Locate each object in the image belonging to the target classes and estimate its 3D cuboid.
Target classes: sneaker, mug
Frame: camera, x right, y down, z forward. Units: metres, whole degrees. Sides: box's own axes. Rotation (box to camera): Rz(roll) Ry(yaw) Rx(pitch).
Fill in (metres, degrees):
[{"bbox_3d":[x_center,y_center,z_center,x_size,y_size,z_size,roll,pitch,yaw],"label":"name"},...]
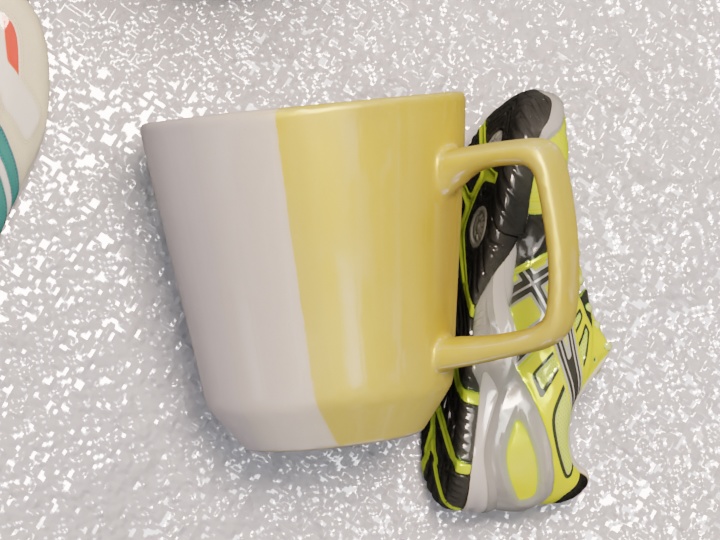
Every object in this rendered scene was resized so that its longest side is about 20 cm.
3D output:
[{"bbox_3d":[-0.185,-0.041,1.312,0.070,0.093,0.201,20,79,-9],"label":"sneaker"},{"bbox_3d":[-0.010,0.001,1.309,0.149,0.186,0.154,-7,93,-32],"label":"mug"},{"bbox_3d":[0.078,0.015,1.380,0.076,0.075,0.201,8,91,-18],"label":"sneaker"}]
